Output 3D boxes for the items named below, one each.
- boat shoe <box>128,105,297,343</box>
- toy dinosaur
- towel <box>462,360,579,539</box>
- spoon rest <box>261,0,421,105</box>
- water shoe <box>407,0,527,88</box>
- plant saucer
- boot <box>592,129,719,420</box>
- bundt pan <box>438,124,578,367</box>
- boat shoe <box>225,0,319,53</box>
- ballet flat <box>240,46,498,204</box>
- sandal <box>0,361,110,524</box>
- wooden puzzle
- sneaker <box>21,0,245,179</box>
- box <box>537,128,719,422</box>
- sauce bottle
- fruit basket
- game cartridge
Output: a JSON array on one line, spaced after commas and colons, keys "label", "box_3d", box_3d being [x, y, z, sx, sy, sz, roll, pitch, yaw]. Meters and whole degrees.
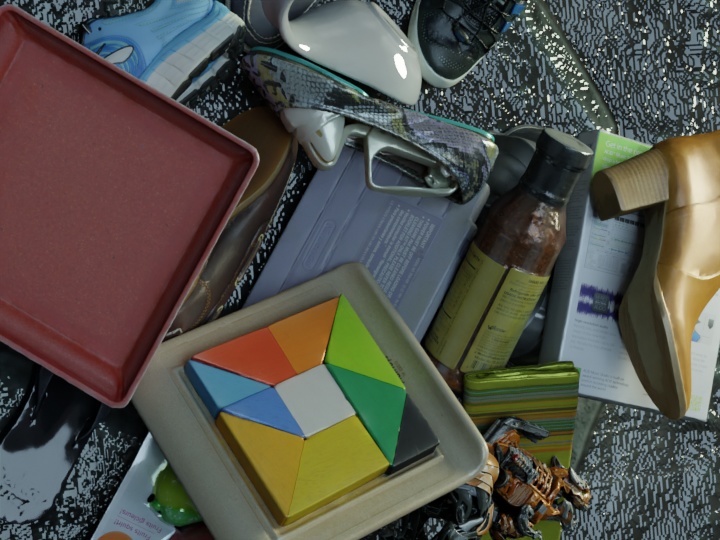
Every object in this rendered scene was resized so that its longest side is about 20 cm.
[{"label": "boat shoe", "box_3d": [-0.105, -0.028, 1.203, 0.201, 0.070, 0.070, -56, 147, -24]}, {"label": "toy dinosaur", "box_3d": [0.071, 0.163, 1.207, 0.199, 0.102, 0.137, 20, 96, -7]}, {"label": "towel", "box_3d": [0.115, 0.153, 1.259, 0.085, 0.018, 0.201, -3, 125, -6]}, {"label": "spoon rest", "box_3d": [-0.016, -0.173, 1.196, 0.061, 0.200, 0.100, -40, 62, 10]}, {"label": "water shoe", "box_3d": [0.108, -0.232, 1.291, 0.071, 0.079, 0.201, 38, 75, -18]}, {"label": "plant saucer", "box_3d": [-0.193, -0.043, 1.106, 0.199, 0.037, 0.200, 30, 100, 3]}, {"label": "boot", "box_3d": [0.261, -0.002, 1.239, 0.143, 0.071, 0.203, -14, 90, -20]}, {"label": "bundt pan", "box_3d": [0.150, -0.017, 1.309, 0.201, 0.076, 0.204, 0, 90, -25]}, {"label": "boat shoe", "box_3d": [-0.034, -0.250, 1.236, 0.073, 0.063, 0.201, 36, 76, -22]}, {"label": "ballet flat", "box_3d": [0.002, -0.096, 1.190, 0.199, 0.072, 0.072, 20, 81, -9]}, {"label": "sandal", "box_3d": [-0.202, 0.084, 1.167, 0.076, 0.043, 0.201, 24, 80, -22]}, {"label": "wooden puzzle", "box_3d": [-0.035, 0.097, 1.136, 0.199, 0.037, 0.185, -25, 69, -25]}, {"label": "sneaker", "box_3d": [-0.178, -0.130, 1.178, 0.200, 0.078, 0.090, -42, 79, -13]}, {"label": "box", "box_3d": [0.218, 0.006, 1.279, 0.143, 0.036, 0.201, 14, 85, -23]}, {"label": "sauce bottle", "box_3d": [0.110, -0.006, 1.211, 0.066, 0.066, 0.201, 20, 109, -22]}, {"label": "fruit basket", "box_3d": [-0.091, 0.189, 1.190, 0.185, 0.094, 0.201, 30, 81, -21]}, {"label": "game cartridge", "box_3d": [0.000, 0.000, 1.233, 0.129, 0.038, 0.201, 27, 77, 7]}]
